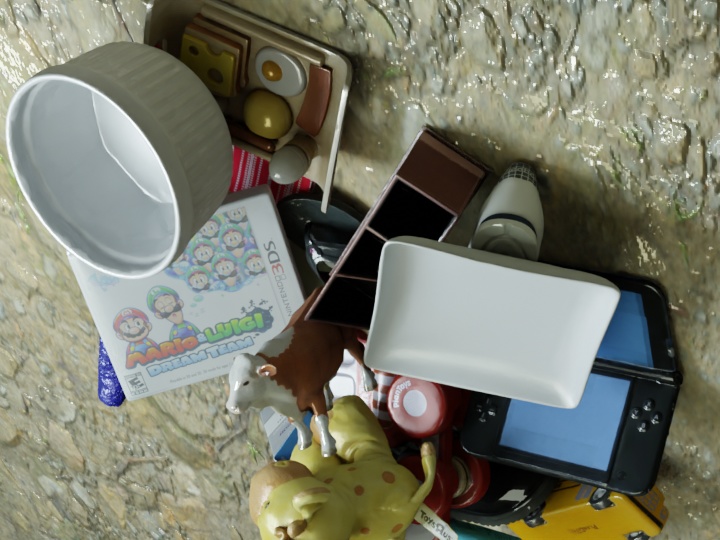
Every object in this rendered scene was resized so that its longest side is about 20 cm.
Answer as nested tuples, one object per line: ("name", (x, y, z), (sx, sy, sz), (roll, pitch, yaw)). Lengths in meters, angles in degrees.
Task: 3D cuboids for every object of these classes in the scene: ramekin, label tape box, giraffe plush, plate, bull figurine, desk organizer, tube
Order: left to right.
("ramekin", (-0.203, -0.104, 1.599), (0.199, 0.105, 0.202), (23, 134, 26))
("bull figurine", (-0.050, 0.093, 1.652), (0.065, 0.200, 0.122), (-9, 113, 30))
("giraffe plush", (-0.034, 0.222, 1.675), (0.199, 0.161, 0.175), (18, 111, 45))
("label tape box", (-0.027, 0.201, 1.912), (0.143, 0.066, 0.200), (43, -178, -14))
("desk organizer", (0.029, -0.021, 1.603), (0.071, 0.077, 0.201), (33, 130, 0))
("plate", (0.109, 0.040, 1.562), (0.197, 0.033, 0.201), (11, 145, 1))
("tube", (0.161, 0.303, 1.953), (0.198, 0.051, 0.077), (24, 172, -8))

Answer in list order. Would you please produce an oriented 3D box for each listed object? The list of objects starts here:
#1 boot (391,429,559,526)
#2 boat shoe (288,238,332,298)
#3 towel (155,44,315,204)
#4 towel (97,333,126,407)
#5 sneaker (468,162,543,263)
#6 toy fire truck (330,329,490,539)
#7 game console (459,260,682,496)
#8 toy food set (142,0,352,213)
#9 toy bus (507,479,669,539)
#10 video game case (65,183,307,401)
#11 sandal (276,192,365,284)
("boot", (0.089, 0.184, 1.869), (0.210, 0.080, 0.158), (-13, 126, 49))
("boat shoe", (-0.090, -0.008, 1.781), (0.197, 0.075, 0.066), (9, -171, -6))
("towel", (-0.131, -0.123, 1.712), (0.199, 0.023, 0.145), (30, 148, 5))
("towel", (-0.219, 0.021, 1.821), (0.049, 0.148, 0.202), (13, 126, 3))
("sneaker", (0.123, -0.006, 1.590), (0.076, 0.081, 0.201), (12, 144, -3))
("toy fire truck", (0.032, 0.161, 1.784), (0.166, 0.112, 0.203), (5, 97, 28))
("game console", (0.177, 0.092, 1.647), (0.198, 0.173, 0.118), (11, 168, 31))
("toy food set", (-0.103, -0.146, 1.595), (0.198, 0.061, 0.144), (24, 134, 13))
("toy bus", (0.226, 0.234, 1.817), (0.065, 0.079, 0.199), (43, 146, -14))
("video game case", (-0.155, 0.024, 1.726), (0.198, 0.024, 0.183), (-16, 123, 3))
("sandal", (0.001, 0.000, 1.719), (0.200, 0.048, 0.075), (39, 132, -16))
